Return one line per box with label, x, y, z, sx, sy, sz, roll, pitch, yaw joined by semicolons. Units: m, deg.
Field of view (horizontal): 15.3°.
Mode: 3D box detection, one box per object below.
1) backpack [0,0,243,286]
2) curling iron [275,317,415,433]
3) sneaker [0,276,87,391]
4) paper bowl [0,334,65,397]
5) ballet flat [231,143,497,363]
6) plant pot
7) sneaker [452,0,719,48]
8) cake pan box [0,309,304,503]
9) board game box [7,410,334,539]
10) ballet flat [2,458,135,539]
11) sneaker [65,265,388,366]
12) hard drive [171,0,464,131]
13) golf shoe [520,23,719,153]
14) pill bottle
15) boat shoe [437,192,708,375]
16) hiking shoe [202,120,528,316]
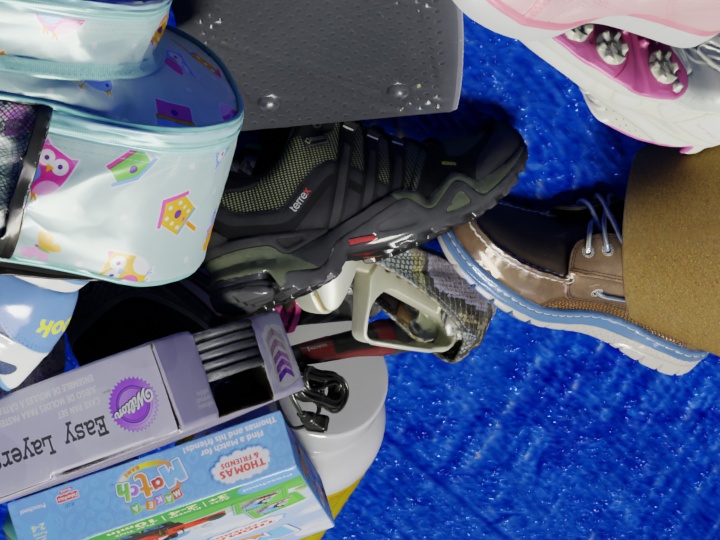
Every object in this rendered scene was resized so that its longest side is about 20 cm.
backpack;-0.149;-0.077;1.175;0.199;0.176;0.154;18;107;-19
curling iron;0.011;0.049;1.554;0.025;0.050;0.200;3;-165;34
sneaker;-0.226;-0.005;1.243;0.199;0.074;0.083;21;111;-6
paper bowl;-0.258;0.012;1.442;0.199;0.105;0.201;-4;154;-2
ballet flat;0.000;0.000;1.464;0.072;0.073;0.200;-25;140;36
plant pot;0.242;-0.016;1.406;0.198;0.188;0.187;3;156;16
sneaker;0.126;-0.152;1.189;0.199;0.076;0.104;2;157;-44
cake pan box;-0.141;0.078;1.350;0.199;0.053;0.184;-21;179;20
board game box;-0.098;0.134;1.470;0.150;0.037;0.200;-19;166;1
ballet flat;-0.142;0.159;1.816;0.199;0.068;0.071;7;127;-22
sneaker;-0.078;0.028;1.517;0.198;0.088;0.074;0;153;-13
hard drive;-0.020;-0.133;1.254;0.134;0.043;0.200;-5;153;3
golf shoe;0.131;-0.099;1.315;0.199;0.076;0.091;18;149;-36
pill bottle;-0.049;0.102;1.643;0.112;0.113;0.200;4;153;-15
boat shoe;0.132;-0.008;1.510;0.199;0.073;0.072;20;127;-33
hiking shoe;-0.003;-0.054;1.374;0.199;0.101;0.076;-23;180;-30
